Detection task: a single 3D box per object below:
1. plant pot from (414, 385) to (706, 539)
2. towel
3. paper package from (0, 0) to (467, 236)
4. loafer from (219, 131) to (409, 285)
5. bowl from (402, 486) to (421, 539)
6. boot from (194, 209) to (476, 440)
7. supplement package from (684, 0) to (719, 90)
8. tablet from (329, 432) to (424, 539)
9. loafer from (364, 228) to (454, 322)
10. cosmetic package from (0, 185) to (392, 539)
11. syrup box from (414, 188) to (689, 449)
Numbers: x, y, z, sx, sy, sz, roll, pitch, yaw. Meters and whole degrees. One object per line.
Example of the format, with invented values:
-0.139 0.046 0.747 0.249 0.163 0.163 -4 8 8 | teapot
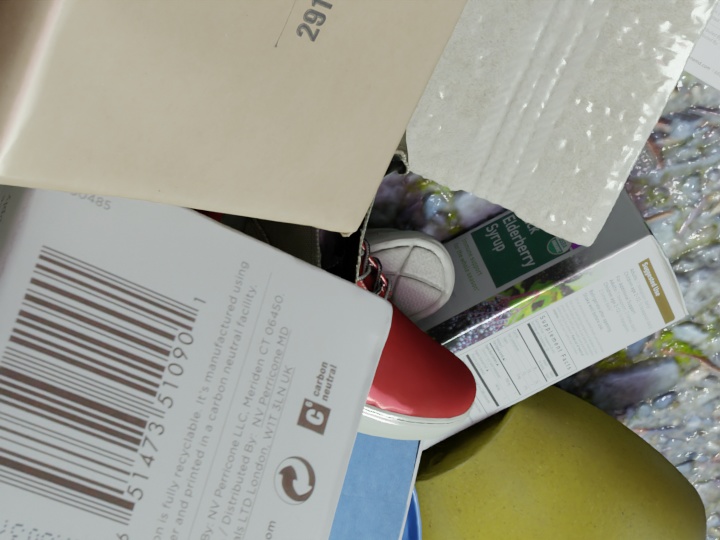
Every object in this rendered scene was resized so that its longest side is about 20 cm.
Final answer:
0.097 0.149 0.967 0.200 0.200 0.142 -34 110 11 | plant pot
0.087 -0.111 0.711 0.132 0.034 0.200 24 129 3 | towel
-0.050 -0.126 0.548 0.191 0.103 0.200 6 117 -47 | paper package
0.000 -0.071 0.679 0.075 0.070 0.200 -2 115 -55 | loafer
-0.058 0.161 0.862 0.200 0.039 0.201 -3 97 -31 | bowl
0.000 0.000 0.784 0.200 0.072 0.144 29 125 -15 | boot
0.228 -0.190 0.751 0.120 0.121 0.200 22 119 -31 | supplement package
-0.054 0.107 0.827 0.200 0.014 0.130 14 88 -30 | tablet
-0.048 0.012 0.875 0.200 0.063 0.072 -8 107 -7 | loafer
-0.120 0.069 0.652 0.165 0.165 0.200 25 162 -25 | cosmetic package
0.085 0.024 0.915 0.200 0.079 0.081 -28 131 7 | syrup box
